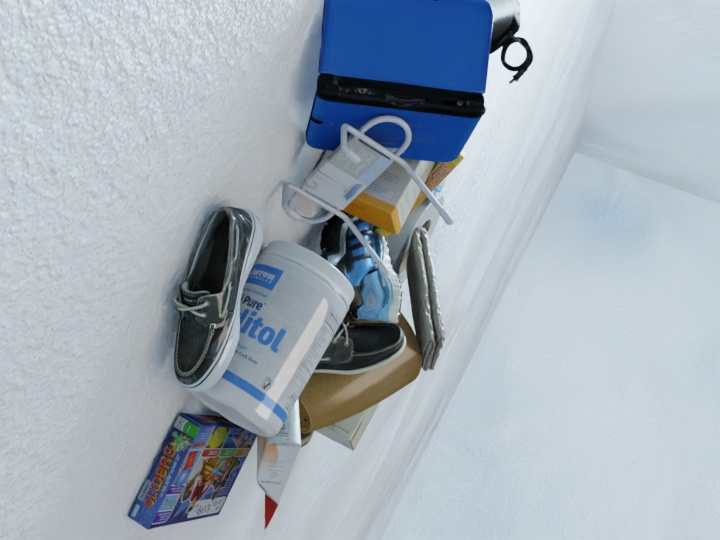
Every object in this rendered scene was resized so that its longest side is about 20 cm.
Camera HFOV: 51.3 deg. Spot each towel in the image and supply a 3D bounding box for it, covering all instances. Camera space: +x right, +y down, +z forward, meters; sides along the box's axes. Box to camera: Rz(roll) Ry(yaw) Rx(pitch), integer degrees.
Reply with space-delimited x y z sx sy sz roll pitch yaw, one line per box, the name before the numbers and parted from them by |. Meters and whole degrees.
towel | 0.102 0.045 1.178 0.133 0.034 0.202 95 -10 -64

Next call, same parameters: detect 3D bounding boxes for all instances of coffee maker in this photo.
coffee maker | 0.128 -0.322 0.974 0.200 0.191 0.135 -42 165 -49

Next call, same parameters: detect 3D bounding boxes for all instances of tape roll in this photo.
tape roll | 0.065 -0.056 1.282 0.203 0.070 0.203 -56 166 -21

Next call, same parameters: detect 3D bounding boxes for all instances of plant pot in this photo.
plant pot | -0.038 0.153 1.149 0.200 0.186 0.188 -37 148 -34

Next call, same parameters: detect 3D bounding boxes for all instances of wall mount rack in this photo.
wall mount rack | 0.007 -0.085 0.907 0.200 0.173 0.075 -39 -141 33

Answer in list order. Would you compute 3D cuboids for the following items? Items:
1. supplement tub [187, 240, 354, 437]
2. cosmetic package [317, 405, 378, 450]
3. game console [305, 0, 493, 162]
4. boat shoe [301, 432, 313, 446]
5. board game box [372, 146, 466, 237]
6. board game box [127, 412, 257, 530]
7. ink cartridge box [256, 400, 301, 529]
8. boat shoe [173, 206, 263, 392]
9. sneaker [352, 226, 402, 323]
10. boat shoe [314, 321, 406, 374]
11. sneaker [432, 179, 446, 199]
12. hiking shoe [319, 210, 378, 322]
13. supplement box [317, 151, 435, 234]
supplement tub | -0.107 0.081 0.890 0.201 0.131 0.132 -61 162 -21
cosmetic package | -0.011 0.217 1.391 0.201 0.104 0.071 -60 160 -24
game console | 0.042 -0.227 0.886 0.171 0.198 0.120 118 -25 -63
boat shoe | -0.099 0.222 1.210 0.202 0.074 0.076 -32 132 -73
board game box | 0.085 -0.130 1.094 0.200 0.030 0.096 -42 -160 37
board game box | -0.208 0.258 0.975 0.136 0.034 0.200 -64 162 -7
ink cartridge box | -0.126 0.223 1.007 0.163 0.050 0.201 -99 -155 -47
boat shoe | -0.164 0.026 0.784 0.071 0.071 0.202 21 82 -64
sneaker | 0.000 0.000 1.112 0.201 0.089 0.079 -110 -161 -53
boat shoe | -0.034 0.101 1.050 0.068 0.198 0.072 87 -1 -49
sneaker | 0.127 -0.184 1.248 0.200 0.074 0.087 -83 -160 -68
hiking shoe | -0.011 -0.031 1.053 0.074 0.086 0.201 -26 -143 59
supplement box | 0.037 -0.167 1.008 0.201 0.125 0.074 -61 163 -14
